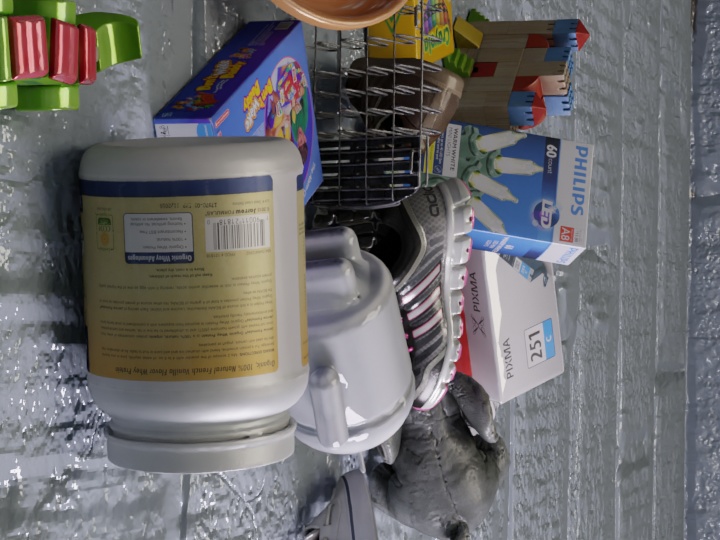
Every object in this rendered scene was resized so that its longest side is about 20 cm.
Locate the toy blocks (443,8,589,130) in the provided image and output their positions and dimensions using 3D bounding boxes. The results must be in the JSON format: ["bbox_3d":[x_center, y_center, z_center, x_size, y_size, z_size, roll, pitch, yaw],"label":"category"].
[{"bbox_3d":[0.164,-0.198,2.102,0.201,0.135,0.101,-70,154,-45],"label":"toy blocks"}]

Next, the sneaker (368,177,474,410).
[{"bbox_3d":[0.039,0.019,1.655,0.074,0.087,0.202,-114,-153,-65],"label":"sneaker"}]

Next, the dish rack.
[{"bbox_3d":[0.007,-0.149,1.609,0.054,0.152,0.202,4,87,-50],"label":"dish rack"}]

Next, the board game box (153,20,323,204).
[{"bbox_3d":[-0.085,-0.087,1.487,0.200,0.044,0.136,-57,143,-59],"label":"board game box"}]

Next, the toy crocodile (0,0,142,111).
[{"bbox_3d":[-0.188,-0.125,1.145,0.200,0.061,0.068,-12,102,-71],"label":"toy crocodile"}]

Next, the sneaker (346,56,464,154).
[{"bbox_3d":[0.022,-0.135,1.703,0.076,0.070,0.200,-67,-165,-6],"label":"sneaker"}]

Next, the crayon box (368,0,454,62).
[{"bbox_3d":[0.045,-0.261,1.870,0.126,0.051,0.202,-38,127,-67],"label":"crayon box"}]

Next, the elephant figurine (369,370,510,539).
[{"bbox_3d":[0.057,0.130,1.806,0.141,0.154,0.202,-36,128,-37],"label":"elephant figurine"}]

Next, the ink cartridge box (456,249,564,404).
[{"bbox_3d":[0.110,0.029,1.901,0.175,0.045,0.202,-22,112,-37],"label":"ink cartridge box"}]

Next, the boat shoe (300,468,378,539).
[{"bbox_3d":[-0.017,0.228,1.676,0.200,0.065,0.073,-101,180,-67],"label":"boat shoe"}]

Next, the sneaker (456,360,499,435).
[{"bbox_3d":[0.095,0.139,2.003,0.200,0.074,0.083,45,54,-61],"label":"sneaker"}]

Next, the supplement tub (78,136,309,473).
[{"bbox_3d":[-0.104,0.018,1.276,0.144,0.143,0.202,-19,109,-71],"label":"supplement tub"}]

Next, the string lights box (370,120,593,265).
[{"bbox_3d":[0.106,-0.075,1.826,0.059,0.198,0.104,123,-26,-71],"label":"string lights box"}]

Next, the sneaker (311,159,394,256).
[{"bbox_3d":[0.000,0.000,1.732,0.089,0.078,0.202,-70,162,-70],"label":"sneaker"}]

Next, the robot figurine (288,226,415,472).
[{"bbox_3d":[-0.019,0.062,1.586,0.170,0.112,0.201,-78,160,-52],"label":"robot figurine"}]

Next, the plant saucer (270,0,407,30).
[{"bbox_3d":[-0.036,-0.274,1.511,0.199,0.037,0.202,12,69,-35],"label":"plant saucer"}]
